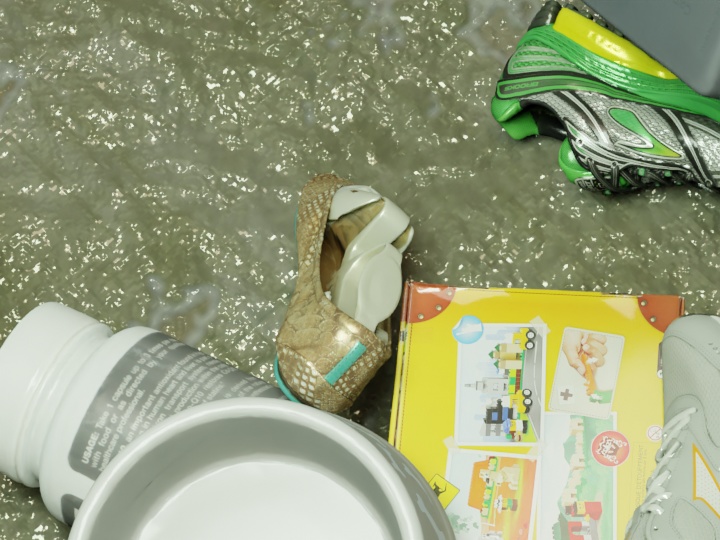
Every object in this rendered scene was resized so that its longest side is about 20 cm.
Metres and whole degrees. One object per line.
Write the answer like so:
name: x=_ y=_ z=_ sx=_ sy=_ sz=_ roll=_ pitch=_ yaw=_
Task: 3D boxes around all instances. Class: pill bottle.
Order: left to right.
pill bottle: x=-0.095 y=0.098 z=1.439 sx=0.200 sy=0.113 sz=0.113 roll=25 pitch=71 yaw=16

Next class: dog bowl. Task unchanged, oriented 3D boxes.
dog bowl: x=-0.052 y=0.152 z=1.324 sx=0.199 sy=0.059 sz=0.201 roll=-3 pitch=70 yaw=7

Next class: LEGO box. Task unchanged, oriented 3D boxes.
LEGO box: x=0.090 y=0.113 z=1.431 sx=0.148 sy=0.077 sz=0.201 roll=3 pitch=66 yaw=8

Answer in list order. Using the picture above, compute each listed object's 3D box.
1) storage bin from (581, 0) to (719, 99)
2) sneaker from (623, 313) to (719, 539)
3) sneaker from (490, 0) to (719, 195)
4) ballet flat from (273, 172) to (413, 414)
storage bin: x=0.202 y=-0.164 z=1.456 sx=0.134 sy=0.146 sz=0.200 roll=2 pitch=29 yaw=-37
sneaker: x=0.163 y=0.115 z=1.346 sx=0.092 sy=0.076 sz=0.201 roll=-3 pitch=66 yaw=-16
sneaker: x=0.161 y=-0.067 z=1.515 sx=0.200 sy=0.078 sz=0.085 roll=29 pitch=78 yaw=27
ballet flat: x=0.000 y=0.000 z=1.457 sx=0.065 sy=0.070 sz=0.200 roll=-39 pitch=25 yaw=27
